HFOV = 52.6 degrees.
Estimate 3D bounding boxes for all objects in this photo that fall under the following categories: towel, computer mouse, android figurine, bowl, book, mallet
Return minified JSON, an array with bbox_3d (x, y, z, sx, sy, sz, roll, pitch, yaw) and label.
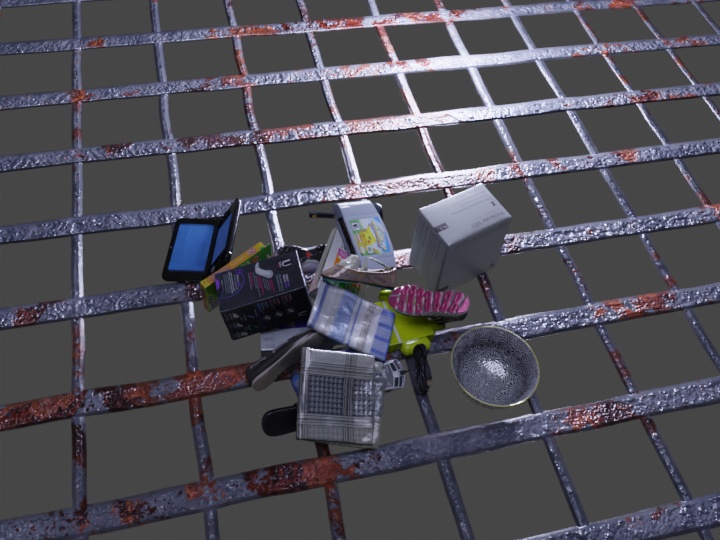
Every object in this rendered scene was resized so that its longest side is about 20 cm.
[{"bbox_3d":[-0.018,0.110,1.636,0.197,0.024,0.148,26,44,-7],"label":"towel"},{"bbox_3d":[0.061,0.234,1.626,0.196,0.044,0.112,-9,79,-11],"label":"computer mouse"},{"bbox_3d":[0.096,0.121,1.725,0.196,0.041,0.184,-10,55,-16],"label":"android figurine"},{"bbox_3d":[-0.037,0.268,1.531,0.197,0.034,0.196,11,69,-23],"label":"towel"},{"bbox_3d":[0.290,0.234,1.624,0.196,0.095,0.204,3,52,-4],"label":"bowl"},{"bbox_3d":[-0.038,0.006,1.770,0.133,0.048,0.202,33,50,-19],"label":"book"},{"bbox_3d":[-0.036,-0.150,1.899,0.196,0.066,0.042,7,48,0],"label":"mallet"}]

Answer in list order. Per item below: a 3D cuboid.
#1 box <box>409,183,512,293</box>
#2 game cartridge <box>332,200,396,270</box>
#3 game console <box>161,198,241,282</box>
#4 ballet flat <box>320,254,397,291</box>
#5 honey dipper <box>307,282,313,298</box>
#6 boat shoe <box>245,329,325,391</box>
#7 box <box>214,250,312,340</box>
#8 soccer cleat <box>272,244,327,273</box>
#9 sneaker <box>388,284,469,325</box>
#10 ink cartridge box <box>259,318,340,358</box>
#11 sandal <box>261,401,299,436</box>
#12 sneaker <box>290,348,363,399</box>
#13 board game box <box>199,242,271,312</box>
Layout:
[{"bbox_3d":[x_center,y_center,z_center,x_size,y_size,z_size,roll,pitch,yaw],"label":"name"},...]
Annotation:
[{"bbox_3d":[0.240,-0.074,1.786,0.196,0.202,0.131,-24,57,-22],"label":"box"},{"bbox_3d":[0.015,-0.078,1.806,0.132,0.040,0.203,-10,74,-47],"label":"game cartridge"},{"bbox_3d":[-0.386,-0.077,1.781,0.115,0.176,0.203,23,48,-24],"label":"game console"},{"bbox_3d":[0.000,0.000,1.699,0.197,0.069,0.068,9,6,-28],"label":"ballet flat"},{"bbox_3d":[-0.167,0.072,1.736,0.198,0.038,0.038,-26,59,-21],"label":"honey dipper"},{"bbox_3d":[-0.170,0.182,1.606,0.199,0.067,0.057,-37,55,-4],"label":"boat shoe"},{"bbox_3d":[-0.218,0.056,1.650,0.196,0.107,0.123,-16,48,-3],"label":"box"},{"bbox_3d":[-0.125,-0.022,1.798,0.197,0.073,0.069,1,66,-28],"label":"soccer cleat"},{"bbox_3d":[0.162,0.086,1.698,0.196,0.088,0.075,3,65,19],"label":"sneaker"},{"bbox_3d":[-0.134,0.146,1.682,0.196,0.040,0.101,-3,52,-6],"label":"ink cartridge box"},{"bbox_3d":[-0.116,0.305,1.546,0.196,0.077,0.045,-4,9,-20],"label":"sandal"},{"bbox_3d":[-0.071,0.209,1.616,0.198,0.079,0.089,-31,64,-26],"label":"sneaker"},{"bbox_3d":[-0.291,0.011,1.731,0.199,0.096,0.030,-35,61,-28],"label":"board game box"}]
